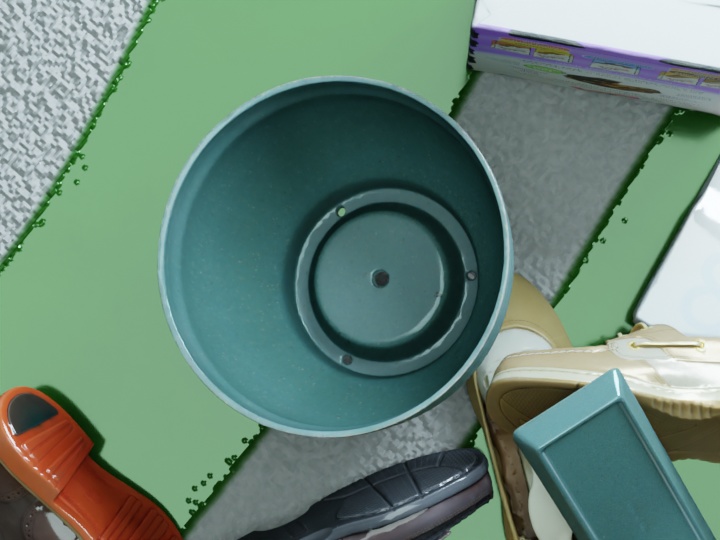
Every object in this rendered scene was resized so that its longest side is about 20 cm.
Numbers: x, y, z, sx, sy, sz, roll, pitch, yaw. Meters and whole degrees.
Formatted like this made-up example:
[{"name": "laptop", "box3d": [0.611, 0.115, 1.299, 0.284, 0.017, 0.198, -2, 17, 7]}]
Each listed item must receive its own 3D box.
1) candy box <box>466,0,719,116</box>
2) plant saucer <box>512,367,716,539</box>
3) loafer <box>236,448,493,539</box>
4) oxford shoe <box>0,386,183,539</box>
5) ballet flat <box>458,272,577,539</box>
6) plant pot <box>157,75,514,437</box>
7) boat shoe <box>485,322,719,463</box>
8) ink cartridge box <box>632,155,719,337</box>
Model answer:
[{"name": "candy box", "box3d": [0.148, -0.142, 1.558, 0.168, 0.200, 0.072, 10, 88, 1]}, {"name": "plant saucer", "box3d": [0.154, 0.137, 1.575, 0.070, 0.019, 0.200, -33, 132, 0]}, {"name": "loafer", "box3d": [-0.010, 0.169, 1.624, 0.200, 0.072, 0.063, -24, 108, -4]}, {"name": "oxford shoe", "box3d": [-0.163, 0.161, 1.635, 0.073, 0.071, 0.200, -34, 96, 34]}, {"name": "ballet flat", "box3d": [0.104, 0.095, 1.621, 0.069, 0.063, 0.200, -15, 88, 0]}, {"name": "plant pot", "box3d": [0.000, 0.000, 1.582, 0.200, 0.134, 0.201, -2, 82, 14]}, {"name": "boat shoe", "box3d": [0.171, 0.066, 1.581, 0.200, 0.074, 0.069, 6, 49, -1]}, {"name": "ink cartridge box", "box3d": [0.276, -0.019, 1.627, 0.160, 0.047, 0.200, 29, 91, 3]}]
